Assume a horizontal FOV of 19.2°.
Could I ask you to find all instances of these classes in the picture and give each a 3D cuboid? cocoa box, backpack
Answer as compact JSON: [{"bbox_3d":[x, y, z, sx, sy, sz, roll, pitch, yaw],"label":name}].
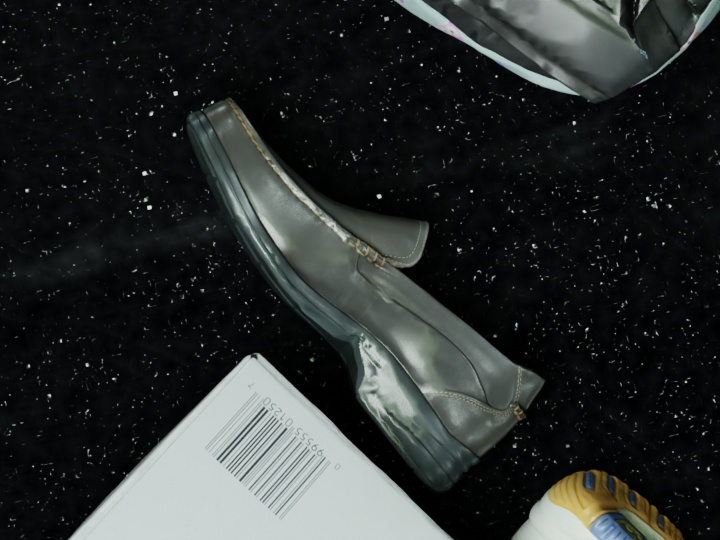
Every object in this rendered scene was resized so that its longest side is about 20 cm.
[{"bbox_3d":[-0.031,0.161,0.899,0.200,0.131,0.133,43,66,0],"label":"cocoa box"},{"bbox_3d":[0.069,-0.166,0.884,0.200,0.127,0.167,40,114,0],"label":"backpack"}]

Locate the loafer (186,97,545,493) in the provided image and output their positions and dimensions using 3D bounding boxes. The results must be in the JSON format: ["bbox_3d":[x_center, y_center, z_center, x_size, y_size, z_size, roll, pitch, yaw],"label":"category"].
[{"bbox_3d":[0.000,0.000,0.938,0.072,0.073,0.200,-38,101,-2],"label":"loafer"}]

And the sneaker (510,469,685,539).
[{"bbox_3d":[0.143,0.181,0.946,0.200,0.075,0.088,43,108,6],"label":"sneaker"}]
